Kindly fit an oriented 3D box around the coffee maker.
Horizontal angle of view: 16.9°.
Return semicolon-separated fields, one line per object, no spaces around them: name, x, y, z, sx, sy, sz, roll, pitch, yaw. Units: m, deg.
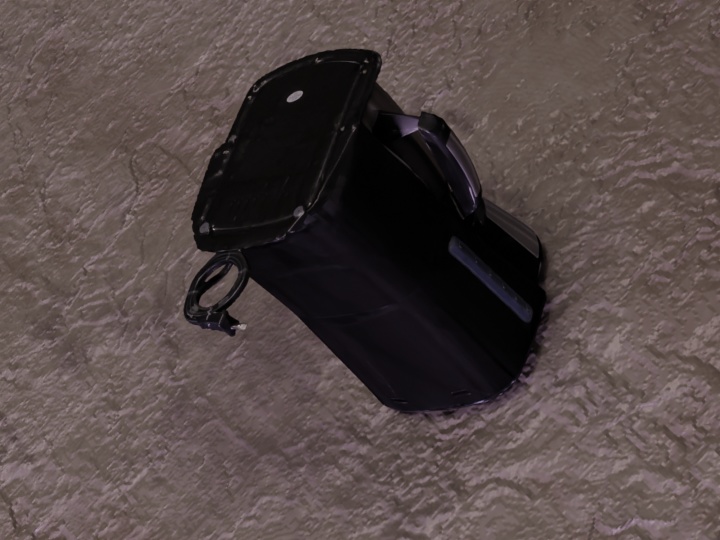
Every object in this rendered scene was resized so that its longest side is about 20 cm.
coffee maker;0.000;0.000;1.440;0.192;0.200;0.135;-54;36;-12
